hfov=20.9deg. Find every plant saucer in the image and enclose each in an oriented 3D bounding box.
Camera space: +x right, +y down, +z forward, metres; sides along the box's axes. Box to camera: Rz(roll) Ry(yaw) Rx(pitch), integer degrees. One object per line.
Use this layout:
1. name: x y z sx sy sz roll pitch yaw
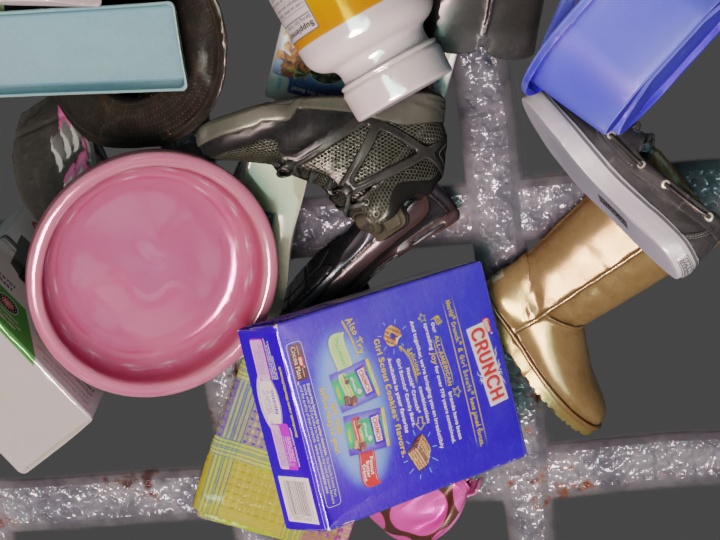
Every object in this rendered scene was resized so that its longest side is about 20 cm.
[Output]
1. plant saucer: -0.167 -0.001 1.542 0.200 0.051 0.201 -5 108 -17
2. plant saucer: -0.224 -0.172 1.516 0.200 0.019 0.070 1 111 25

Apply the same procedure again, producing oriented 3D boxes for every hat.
1. hat: -0.178 -0.200 1.542 0.201 0.081 0.201 9 114 21

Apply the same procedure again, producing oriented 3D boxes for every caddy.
1. caddy: 0.205 -0.195 1.468 0.105 0.141 0.200 44 104 9

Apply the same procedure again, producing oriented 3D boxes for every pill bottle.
1. pill bottle: -0.014 -0.218 1.466 0.111 0.111 0.200 -28 93 17

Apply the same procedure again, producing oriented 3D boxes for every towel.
1. towel: -0.059 0.157 1.723 0.144 0.023 0.200 18 114 -1

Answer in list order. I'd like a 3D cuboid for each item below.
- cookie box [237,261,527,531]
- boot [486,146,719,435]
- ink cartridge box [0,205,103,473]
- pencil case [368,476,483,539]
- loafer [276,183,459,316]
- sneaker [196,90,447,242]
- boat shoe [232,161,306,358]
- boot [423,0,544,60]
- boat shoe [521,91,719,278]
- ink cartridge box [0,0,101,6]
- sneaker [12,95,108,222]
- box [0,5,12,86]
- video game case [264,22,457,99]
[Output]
1. cookie box: 0.020 0.100 1.569 0.200 0.075 0.171 -16 95 -30
2. boot: 0.212 0.022 1.612 0.200 0.066 0.175 -36 106 18
3. ink cartridge box: -0.277 0.052 1.605 0.083 0.200 0.147 -38 106 16
4. pencil case: 0.008 0.143 1.651 0.200 0.091 0.094 42 135 -23
5. loafer: 0.000 0.000 1.624 0.063 0.072 0.200 39 109 -15
6. sneaker: -0.027 -0.079 1.530 0.199 0.076 0.114 -3 85 -15
7. boat shoe: -0.089 -0.023 1.621 0.070 0.072 0.201 15 107 -9
8. boot: 0.145 -0.254 1.489 0.165 0.066 0.200 11 112 -6
9. boat shoe: 0.210 -0.082 1.534 0.066 0.070 0.200 -39 62 -5
10. ink cartridge box: -0.255 -0.301 1.469 0.116 0.067 0.200 5 96 32
11. sneaker: -0.224 -0.053 1.625 0.080 0.086 0.200 -12 92 29
12. box: -0.359 -0.165 1.599 0.200 0.049 0.082 -18 110 13
13. video game case: 0.015 -0.214 1.556 0.143 0.018 0.200 15 114 -1
